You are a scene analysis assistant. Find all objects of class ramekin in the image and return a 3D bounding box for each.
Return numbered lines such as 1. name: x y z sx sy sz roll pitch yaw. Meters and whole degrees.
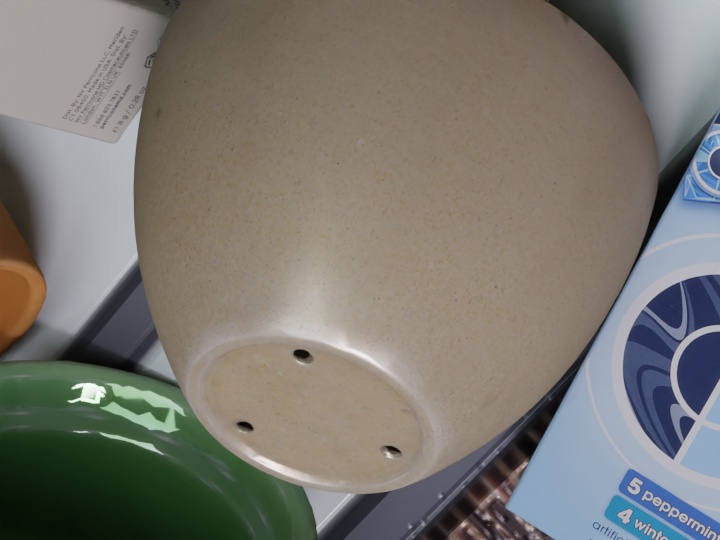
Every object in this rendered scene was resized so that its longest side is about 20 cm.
1. ramekin: -0.123 0.134 0.914 0.199 0.200 0.098 23 121 15

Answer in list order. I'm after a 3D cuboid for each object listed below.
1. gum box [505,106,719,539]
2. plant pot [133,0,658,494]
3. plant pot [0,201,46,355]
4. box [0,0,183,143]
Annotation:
1. gum box: 0.173 0.052 0.842 0.169 0.045 0.201 31 116 12
2. plant pot: 0.000 0.000 0.801 0.198 0.135 0.201 11 142 9
3. plant pot: -0.252 -0.012 0.934 0.200 0.200 0.141 -35 74 28
4. box: -0.168 -0.117 0.848 0.069 0.199 0.082 -51 48 26
